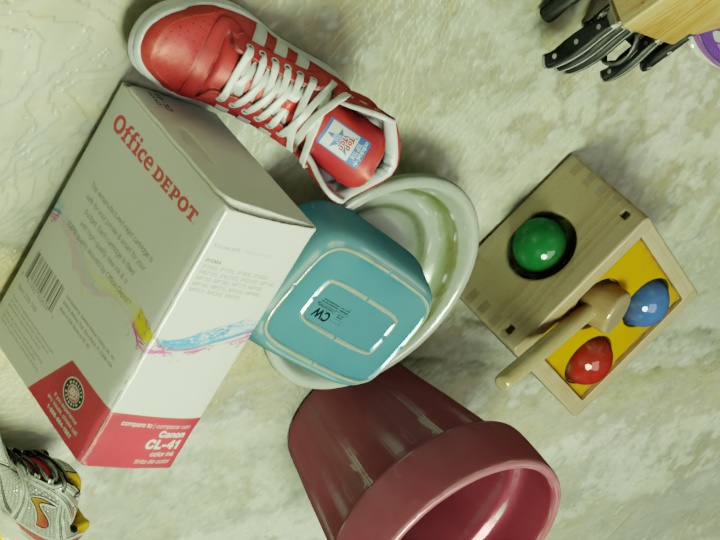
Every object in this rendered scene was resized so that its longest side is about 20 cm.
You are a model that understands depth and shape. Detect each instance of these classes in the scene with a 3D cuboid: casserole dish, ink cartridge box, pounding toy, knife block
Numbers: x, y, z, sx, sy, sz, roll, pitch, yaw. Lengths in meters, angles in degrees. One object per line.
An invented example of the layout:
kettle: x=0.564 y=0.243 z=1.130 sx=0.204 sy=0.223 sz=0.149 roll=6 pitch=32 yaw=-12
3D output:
casserole dish: x=-0.017 y=0.025 z=1.098 sx=0.121 sy=0.039 sz=0.200 roll=-49 pitch=141 yaw=7
ink cartridge box: x=-0.139 y=0.006 z=0.964 sx=0.085 sy=0.148 sz=0.200 roll=14 pitch=116 yaw=-48
pounding toy: x=0.178 y=0.028 z=1.269 sx=0.184 sy=0.142 sz=0.200 roll=-45 pitch=142 yaw=1
knife block: x=0.215 y=-0.213 z=1.078 sx=0.175 sy=0.064 sz=0.200 roll=-16 pitch=160 yaw=-4

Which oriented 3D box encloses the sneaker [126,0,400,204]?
sneaker: x=-0.052 y=-0.108 z=0.961 sx=0.199 sy=0.113 sz=0.071 roll=16 pitch=114 yaw=-48

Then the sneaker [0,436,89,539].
sneaker: x=-0.249 y=0.150 z=1.070 sx=0.082 sy=0.078 sz=0.200 roll=-34 pitch=151 yaw=-17

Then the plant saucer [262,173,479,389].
plant saucer: x=0.000 y=0.000 z=1.160 sx=0.199 sy=0.050 sz=0.201 roll=-24 pitch=139 yaw=-23

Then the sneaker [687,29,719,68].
sneaker: x=0.307 y=-0.230 z=1.190 sx=0.080 sy=0.083 sz=0.200 roll=-33 pitch=142 yaw=-12

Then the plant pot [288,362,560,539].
plant pot: x=0.037 y=0.178 z=1.254 sx=0.199 sy=0.179 sz=0.201 roll=-24 pitch=138 yaw=-24
